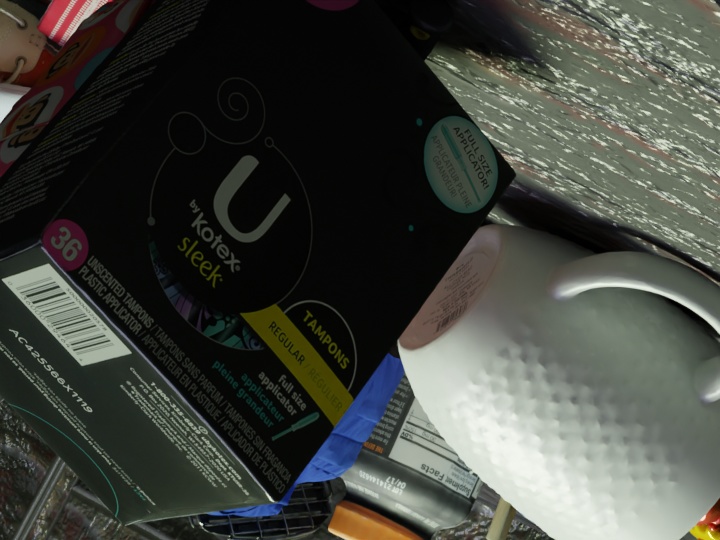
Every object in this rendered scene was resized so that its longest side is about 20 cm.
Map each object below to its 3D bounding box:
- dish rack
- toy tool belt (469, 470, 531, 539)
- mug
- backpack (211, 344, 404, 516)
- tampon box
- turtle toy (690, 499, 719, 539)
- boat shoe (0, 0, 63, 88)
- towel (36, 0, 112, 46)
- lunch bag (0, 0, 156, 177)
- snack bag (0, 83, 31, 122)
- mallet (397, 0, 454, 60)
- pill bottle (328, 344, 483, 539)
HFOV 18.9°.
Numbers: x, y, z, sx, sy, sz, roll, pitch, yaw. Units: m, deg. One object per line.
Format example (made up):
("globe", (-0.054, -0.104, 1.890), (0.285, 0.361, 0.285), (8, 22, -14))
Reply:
("dish rack", (-0.100, 0.104, 1.541), (0.153, 0.201, 0.054), (1, 153, -47))
("toy tool belt", (0.135, 0.119, 1.451), (0.125, 0.123, 0.200), (42, 163, 14))
("mug", (0.129, 0.051, 1.209), (0.175, 0.148, 0.200), (38, 139, -19))
("backpack", (-0.073, 0.070, 1.409), (0.162, 0.168, 0.200), (33, -174, 16))
("tampon box", (-0.060, -0.018, 0.920), (0.150, 0.200, 0.126), (48, 147, -19))
("turtle toy", (0.263, 0.147, 1.419), (0.145, 0.101, 0.200), (28, 172, -2))
("boat shoe", (-0.214, -0.137, 1.247), (0.200, 0.063, 0.071), (40, 135, -5))
("towel", (-0.075, -0.106, 1.179), (0.199, 0.023, 0.145), (30, 161, -11))
("lunch bag", (-0.088, -0.033, 1.049), (0.082, 0.200, 0.176), (-22, 116, 40))
("snack bag", (-0.153, -0.025, 1.263), (0.199, 0.021, 0.189), (10, 130, 15))
("mallet", (0.007, -0.098, 1.003), (0.066, 0.041, 0.200), (30, 168, 4))
("pill bottle", (0.049, 0.110, 1.544), (0.106, 0.201, 0.106), (25, 173, 3))
